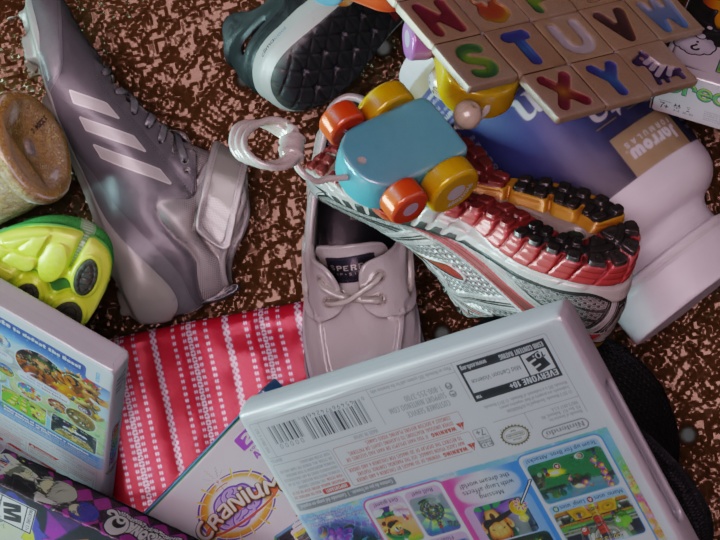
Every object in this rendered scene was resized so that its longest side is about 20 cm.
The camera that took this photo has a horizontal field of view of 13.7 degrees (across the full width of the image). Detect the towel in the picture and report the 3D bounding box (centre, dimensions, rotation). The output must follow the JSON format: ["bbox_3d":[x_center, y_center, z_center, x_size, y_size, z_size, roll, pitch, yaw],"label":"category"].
[{"bbox_3d":[-0.051,0.093,1.703,0.200,0.022,0.145,-11,87,10],"label":"towel"}]

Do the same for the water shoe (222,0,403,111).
[{"bbox_3d":[0.005,-0.176,1.669,0.200,0.072,0.079,-41,45,-12],"label":"water shoe"}]

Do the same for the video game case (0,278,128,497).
[{"bbox_3d":[-0.196,0.063,1.651,0.143,0.200,0.018,29,61,9],"label":"video game case"}]

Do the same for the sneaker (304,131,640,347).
[{"bbox_3d":[0.052,-0.015,1.582,0.200,0.078,0.082,27,132,28],"label":"sneaker"}]

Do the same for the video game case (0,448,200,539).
[{"bbox_3d":[-0.146,0.220,1.665,0.181,0.036,0.200,24,121,12],"label":"video game case"}]

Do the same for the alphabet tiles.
[{"bbox_3d":[0.082,-0.154,1.570,0.200,0.166,0.006,51,139,28],"label":"alphabet tiles"}]

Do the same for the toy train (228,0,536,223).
[{"bbox_3d":[0.007,-0.100,1.549,0.150,0.056,0.200,18,53,3],"label":"toy train"}]

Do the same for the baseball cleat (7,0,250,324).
[{"bbox_3d":[-0.122,-0.073,1.702,0.106,0.070,0.200,-19,96,3],"label":"baseball cleat"}]

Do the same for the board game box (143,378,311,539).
[{"bbox_3d":[-0.031,0.184,1.670,0.200,0.040,0.153,45,102,1],"label":"board game box"}]

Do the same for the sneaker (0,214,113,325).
[{"bbox_3d":[-0.183,-0.002,1.648,0.074,0.200,0.084,36,65,-12],"label":"sneaker"}]

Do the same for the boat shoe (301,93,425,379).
[{"bbox_3d":[0.000,0.000,1.656,0.072,0.066,0.200,1,78,13],"label":"boat shoe"}]

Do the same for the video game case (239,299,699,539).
[{"bbox_3d":[0.061,0.118,1.561,0.200,0.024,0.182,-18,113,29],"label":"video game case"}]

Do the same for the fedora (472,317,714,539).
[{"bbox_3d":[0.105,0.089,1.624,0.200,0.201,0.092,18,51,10],"label":"fedora"}]

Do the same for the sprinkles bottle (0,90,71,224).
[{"bbox_3d":[-0.257,-0.034,1.687,0.200,0.068,0.068,-24,85,28],"label":"sprinkles bottle"}]

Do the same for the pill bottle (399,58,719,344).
[{"bbox_3d":[0.122,-0.062,1.630,0.111,0.111,0.200,-39,84,7],"label":"pill bottle"}]

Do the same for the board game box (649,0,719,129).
[{"bbox_3d":[0.268,-0.107,1.606,0.200,0.126,0.035,17,136,9],"label":"board game box"}]
